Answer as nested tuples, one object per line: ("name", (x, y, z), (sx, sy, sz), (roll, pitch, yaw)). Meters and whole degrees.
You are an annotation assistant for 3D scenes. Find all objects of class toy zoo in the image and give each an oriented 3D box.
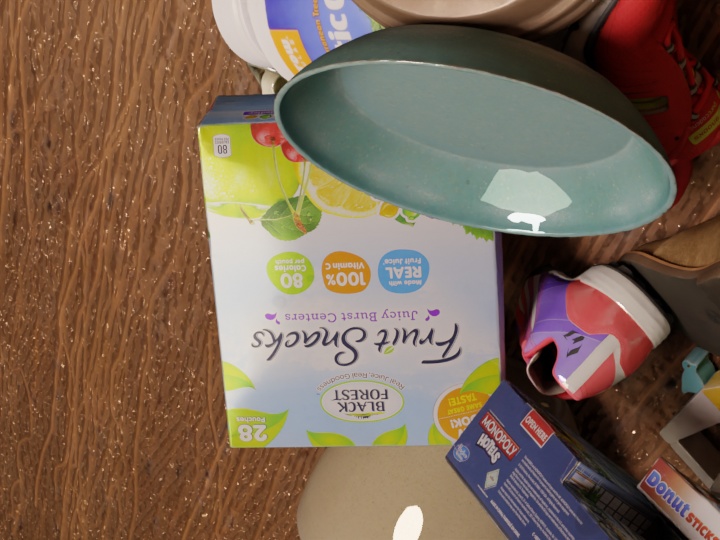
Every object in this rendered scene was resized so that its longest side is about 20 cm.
("toy zoo", (0.259, 0.125, 1.029), (0.200, 0.020, 0.131), (48, 151, -2))

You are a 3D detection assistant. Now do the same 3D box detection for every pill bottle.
("pill bottle", (0.010, -0.148, 0.936), (0.199, 0.112, 0.113), (7, 133, 48))

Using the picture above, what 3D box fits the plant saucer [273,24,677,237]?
("plant saucer", (0.057, -0.070, 0.847), (0.197, 0.036, 0.200), (12, 163, 4))

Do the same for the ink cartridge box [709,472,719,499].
("ink cartridge box", (0.293, 0.149, 0.902), (0.199, 0.068, 0.115), (38, 168, -9))

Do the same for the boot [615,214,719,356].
("boot", (0.198, -0.003, 0.920), (0.073, 0.076, 0.200), (41, 170, -10))

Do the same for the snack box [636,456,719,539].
("snack box", (0.231, 0.169, 0.964), (0.199, 0.024, 0.072), (36, -173, -37))

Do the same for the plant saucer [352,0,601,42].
("plant saucer", (0.047, -0.200, 0.795), (0.198, 0.029, 0.203), (5, 99, 30))

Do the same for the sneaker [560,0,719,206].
("sneaker", (0.149, -0.099, 0.864), (0.084, 0.077, 0.201), (30, 158, 17))

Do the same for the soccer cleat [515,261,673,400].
("soccer cleat", (0.117, 0.041, 1.024), (0.068, 0.073, 0.200), (46, 170, -5))

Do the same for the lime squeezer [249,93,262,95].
("lime squeezer", (-0.078, -0.082, 1.152), (0.038, 0.071, 0.200), (34, -173, -3))

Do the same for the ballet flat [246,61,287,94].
("ballet flat", (-0.024, -0.067, 1.128), (0.067, 0.064, 0.201), (15, 138, 44))

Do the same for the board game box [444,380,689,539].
("board game box", (0.166, 0.171, 0.960), (0.199, 0.062, 0.200), (35, -173, -28))

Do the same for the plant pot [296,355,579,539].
("plant pot", (0.071, 0.132, 1.147), (0.199, 0.200, 0.136), (32, 119, 24))

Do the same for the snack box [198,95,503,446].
("snack box", (0.000, 0.000, 1.026), (0.166, 0.068, 0.202), (-2, 111, 8))
